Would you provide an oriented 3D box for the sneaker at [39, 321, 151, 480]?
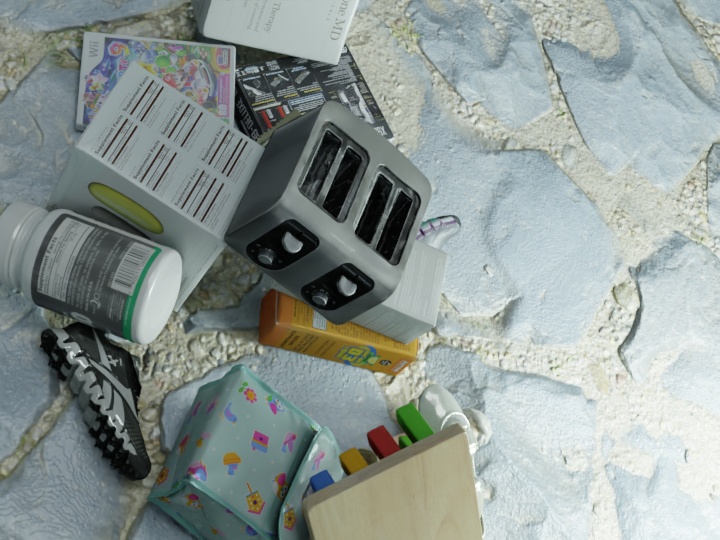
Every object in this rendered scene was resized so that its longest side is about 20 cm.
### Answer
[{"bbox_3d":[-0.275,0.136,1.484,0.090,0.067,0.201,-26,76,-33],"label":"sneaker"}]

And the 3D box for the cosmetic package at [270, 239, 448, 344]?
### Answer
[{"bbox_3d":[0.000,0.000,1.606,0.198,0.090,0.108,23,62,-16],"label":"cosmetic package"}]

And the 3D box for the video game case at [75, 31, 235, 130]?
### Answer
[{"bbox_3d":[-0.260,-0.235,1.694,0.197,0.018,0.145,4,62,-10],"label":"video game case"}]

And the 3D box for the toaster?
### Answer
[{"bbox_3d":[-0.030,-0.070,1.479,0.180,0.118,0.202,38,55,-24],"label":"toaster"}]

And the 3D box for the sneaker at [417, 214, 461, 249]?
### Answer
[{"bbox_3d":[0.058,-0.005,1.749,0.198,0.074,0.089,-23,86,-24],"label":"sneaker"}]

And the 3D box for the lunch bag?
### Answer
[{"bbox_3d":[-0.113,0.236,1.488,0.199,0.121,0.172,39,49,-18],"label":"lunch bag"}]

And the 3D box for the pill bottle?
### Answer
[{"bbox_3d":[-0.310,-0.001,1.480,0.197,0.114,0.114,20,53,10],"label":"pill bottle"}]

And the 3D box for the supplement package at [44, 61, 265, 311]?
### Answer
[{"bbox_3d":[-0.241,-0.093,1.548,0.199,0.191,0.148,32,54,-8],"label":"supplement package"}]

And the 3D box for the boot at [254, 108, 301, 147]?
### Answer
[{"bbox_3d":[-0.050,-0.100,1.662,0.200,0.073,0.182,41,56,4],"label":"boot"}]

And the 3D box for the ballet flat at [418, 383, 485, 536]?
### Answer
[{"bbox_3d":[0.119,0.236,1.595,0.069,0.069,0.203,-15,100,-33],"label":"ballet flat"}]

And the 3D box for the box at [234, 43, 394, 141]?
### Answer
[{"bbox_3d":[-0.070,-0.215,1.795,0.198,0.050,0.159,-19,75,-34],"label":"box"}]

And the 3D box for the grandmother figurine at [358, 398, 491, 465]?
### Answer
[{"bbox_3d":[0.086,0.218,1.647,0.198,0.060,0.123,-16,100,-37],"label":"grandmother figurine"}]

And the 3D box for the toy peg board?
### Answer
[{"bbox_3d":[0.025,0.266,1.506,0.197,0.202,0.098,-24,39,-15],"label":"toy peg board"}]

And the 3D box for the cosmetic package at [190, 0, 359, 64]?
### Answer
[{"bbox_3d":[-0.112,-0.405,1.771,0.197,0.169,0.167,8,34,-23],"label":"cosmetic package"}]

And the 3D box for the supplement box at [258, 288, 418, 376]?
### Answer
[{"bbox_3d":[-0.025,0.073,1.655,0.197,0.067,0.070,13,59,-21],"label":"supplement box"}]
